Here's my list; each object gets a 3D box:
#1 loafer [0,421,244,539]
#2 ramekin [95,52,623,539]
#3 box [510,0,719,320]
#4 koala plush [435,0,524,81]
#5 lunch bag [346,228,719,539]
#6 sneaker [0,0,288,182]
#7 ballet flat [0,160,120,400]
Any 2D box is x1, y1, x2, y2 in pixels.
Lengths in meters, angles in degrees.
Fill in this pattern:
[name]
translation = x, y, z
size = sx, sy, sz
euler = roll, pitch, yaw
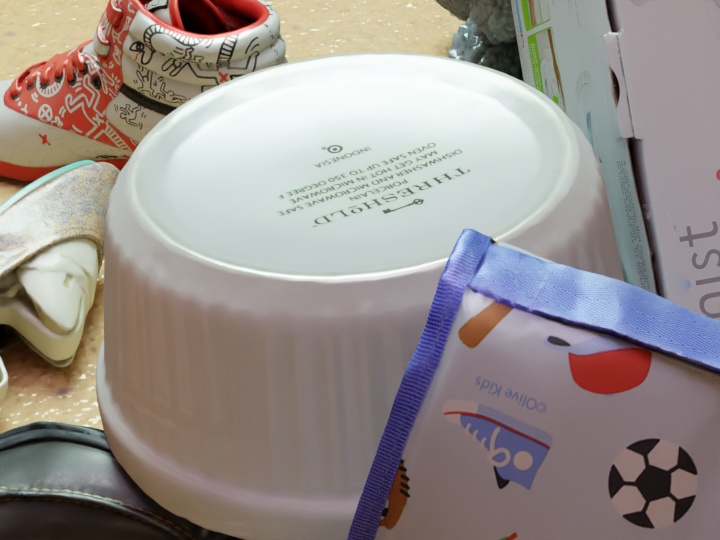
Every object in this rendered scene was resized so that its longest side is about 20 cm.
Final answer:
[loafer]
translation = -0.136, 0.100, 0.889
size = 0.199, 0.073, 0.072
euler = 1, 40, 28
[ramekin]
translation = 0.000, 0.000, 0.856
size = 0.201, 0.095, 0.203
euler = -4, 32, 2
[box]
translation = 0.123, -0.074, 0.944
size = 0.096, 0.201, 0.176
euler = -10, 1, -8
[koala plush]
translation = 0.087, -0.144, 1.162
size = 0.183, 0.178, 0.200
euler = -2, 30, -17
[lunch bag]
translation = 0.081, 0.094, 0.703
size = 0.169, 0.201, 0.124
euler = 20, 38, 9
[sneaker]
translation = -0.119, -0.096, 1.153
size = 0.201, 0.108, 0.067
euler = 13, 36, 26
[ballet flat]
translation = -0.159, 0.024, 1.025
size = 0.067, 0.068, 0.200
euler = 38, 55, 23
